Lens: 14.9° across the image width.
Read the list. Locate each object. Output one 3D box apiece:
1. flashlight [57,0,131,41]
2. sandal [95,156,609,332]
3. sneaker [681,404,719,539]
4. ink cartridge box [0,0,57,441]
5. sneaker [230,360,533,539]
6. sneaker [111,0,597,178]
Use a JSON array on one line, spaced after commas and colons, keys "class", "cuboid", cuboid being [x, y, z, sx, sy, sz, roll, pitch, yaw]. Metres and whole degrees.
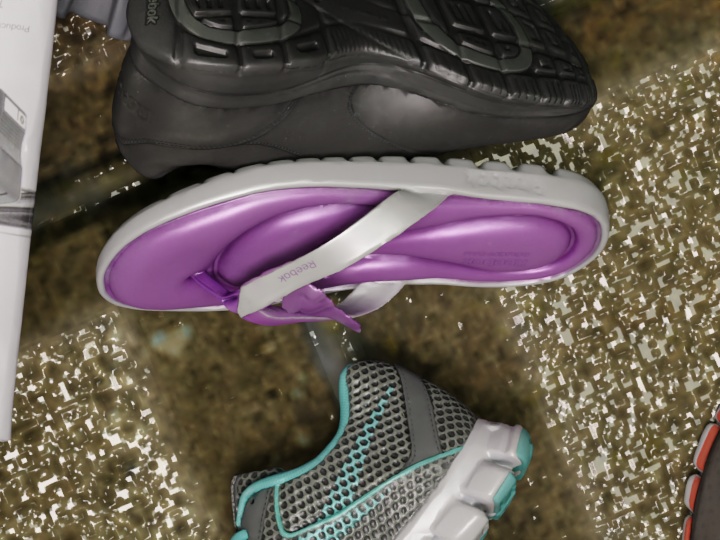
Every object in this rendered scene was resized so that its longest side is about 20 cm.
[{"class": "flashlight", "cuboid": [-0.066, -0.186, 1.011, 0.067, 0.068, 0.201, 8, 117, -30]}, {"class": "sandal", "cuboid": [0.000, -0.004, 1.048, 0.201, 0.083, 0.050, -7, 55, -7]}, {"class": "sneaker", "cuboid": [0.193, 0.055, 1.075, 0.077, 0.082, 0.201, 29, 89, -7]}, {"class": "ink cartridge box", "cuboid": [-0.163, -0.053, 0.985, 0.084, 0.145, 0.202, 5, 101, -15]}, {"class": "sneaker", "cuboid": [-0.023, 0.120, 1.071, 0.091, 0.078, 0.200, 39, 85, 9]}, {"class": "sneaker", "cuboid": [-0.005, -0.071, 1.057, 0.199, 0.091, 0.076, 4, 48, -23]}]
